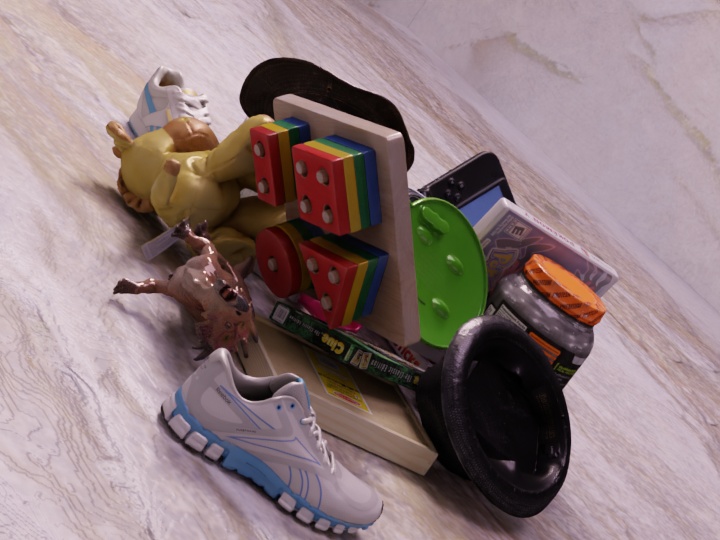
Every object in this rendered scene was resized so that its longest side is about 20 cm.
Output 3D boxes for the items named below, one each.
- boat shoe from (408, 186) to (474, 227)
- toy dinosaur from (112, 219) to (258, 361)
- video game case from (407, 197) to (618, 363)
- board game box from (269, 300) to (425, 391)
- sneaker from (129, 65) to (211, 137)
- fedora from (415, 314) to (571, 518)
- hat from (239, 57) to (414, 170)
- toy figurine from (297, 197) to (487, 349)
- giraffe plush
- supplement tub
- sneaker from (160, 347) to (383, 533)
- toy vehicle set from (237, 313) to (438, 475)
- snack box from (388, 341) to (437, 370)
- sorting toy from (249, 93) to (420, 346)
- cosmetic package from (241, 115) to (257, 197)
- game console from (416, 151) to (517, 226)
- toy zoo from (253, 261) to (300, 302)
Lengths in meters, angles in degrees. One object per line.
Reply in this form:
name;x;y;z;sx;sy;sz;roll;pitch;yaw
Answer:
boat shoe;0.099;-0.027;1.674;0.200;0.067;0.072;47;47;-31
toy dinosaur;-0.126;0.030;1.389;0.135;0.086;0.200;41;10;13
video game case;0.151;0.034;1.678;0.181;0.200;0.023;29;25;-32
board game box;0.005;0.083;1.524;0.104;0.024;0.199;31;3;37
sneaker;-0.204;-0.162;1.777;0.076;0.081;0.200;9;27;-39
fedora;0.118;0.145;1.509;0.199;0.091;0.203;17;66;-44
hat;-0.046;-0.127;1.628;0.198;0.082;0.201;19;-29;11
toy figurine;0.000;0.000;1.587;0.183;0.152;0.200;-10;-39;43
giraffe plush;-0.173;-0.090;1.577;0.198;0.174;0.162;-19;36;-30
supplement tub;0.160;0.091;1.621;0.122;0.201;0.123;34;14;-10
sneaker;-0.054;0.132;1.229;0.199;0.087;0.075;33;13;-17
toy vehicle set;-0.026;0.113;1.466;0.199;0.027;0.125;28;17;-30
snack box;0.051;0.070;1.781;0.072;0.024;0.200;26;18;-39
sorting toy;-0.035;-0.043;1.448;0.069;0.201;0.199;-18;25;-29
cosmetic package;-0.103;-0.092;1.727;0.050;0.083;0.200;27;17;-32
game console;0.149;-0.015;1.813;0.118;0.170;0.202;13;-50;62
toy zoo;-0.106;-0.025;1.721;0.199;0.021;0.131;38;14;3
